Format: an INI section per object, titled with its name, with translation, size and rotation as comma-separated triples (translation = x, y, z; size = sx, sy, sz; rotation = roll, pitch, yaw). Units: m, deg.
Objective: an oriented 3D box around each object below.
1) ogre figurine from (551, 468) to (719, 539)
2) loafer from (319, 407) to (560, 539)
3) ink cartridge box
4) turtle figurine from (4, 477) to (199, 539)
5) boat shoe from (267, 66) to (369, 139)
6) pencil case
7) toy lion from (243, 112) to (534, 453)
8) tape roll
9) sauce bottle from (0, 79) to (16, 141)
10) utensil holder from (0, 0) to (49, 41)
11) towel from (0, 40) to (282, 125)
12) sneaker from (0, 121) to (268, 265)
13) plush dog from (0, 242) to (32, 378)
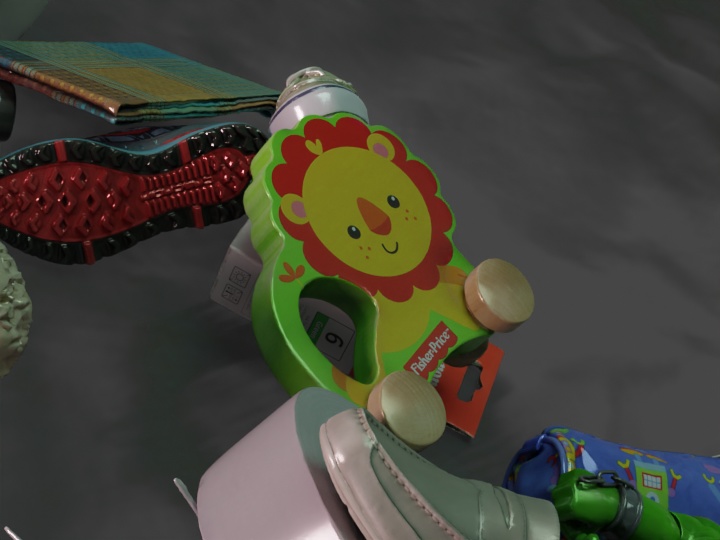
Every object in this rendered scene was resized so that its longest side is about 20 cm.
[ogre figurine]
translation = 0.179, 0.209, 0.831
size = 0.119, 0.099, 0.201
rotation = 0, 46, -35
[loafer]
translation = 0.058, 0.124, 0.677
size = 0.200, 0.070, 0.070
rotation = 45, 12, -29
[ink cartridge box]
translation = 0.009, 0.021, 0.991
size = 0.199, 0.051, 0.109
rotation = 28, 35, 1
[turtle figurine]
translation = -0.082, 0.187, 0.679
size = 0.200, 0.101, 0.150
rotation = 43, 22, 4
[boat shoe]
translation = -0.034, -0.110, 1.038
size = 0.200, 0.071, 0.063
rotation = 65, 5, -85
[pencil case]
translation = 0.183, 0.147, 0.927
size = 0.198, 0.078, 0.088
rotation = 10, 67, -25
[toy lion]
translation = 0.000, 0.000, 0.896
size = 0.192, 0.069, 0.200
rotation = 45, 45, -2
[tape roll]
translation = 0.009, 0.157, 0.729
size = 0.201, 0.066, 0.201
rotation = 50, 11, -14
[sauce bottle]
translation = -0.316, -0.111, 0.922
size = 0.198, 0.066, 0.066
rotation = 3, 42, -29
[utensil holder]
translation = -0.321, -0.253, 1.010
size = 0.200, 0.171, 0.169
rotation = 44, 38, 18
[towel]
translation = -0.162, -0.131, 1.021
size = 0.146, 0.022, 0.199
rotation = 22, 17, 24
[sneaker]
translation = -0.159, -0.054, 0.970
size = 0.198, 0.080, 0.095
rotation = -8, 12, -25
[plush dog]
translation = -0.274, 0.045, 0.667
size = 0.198, 0.173, 0.161
rotation = 26, 16, 4
